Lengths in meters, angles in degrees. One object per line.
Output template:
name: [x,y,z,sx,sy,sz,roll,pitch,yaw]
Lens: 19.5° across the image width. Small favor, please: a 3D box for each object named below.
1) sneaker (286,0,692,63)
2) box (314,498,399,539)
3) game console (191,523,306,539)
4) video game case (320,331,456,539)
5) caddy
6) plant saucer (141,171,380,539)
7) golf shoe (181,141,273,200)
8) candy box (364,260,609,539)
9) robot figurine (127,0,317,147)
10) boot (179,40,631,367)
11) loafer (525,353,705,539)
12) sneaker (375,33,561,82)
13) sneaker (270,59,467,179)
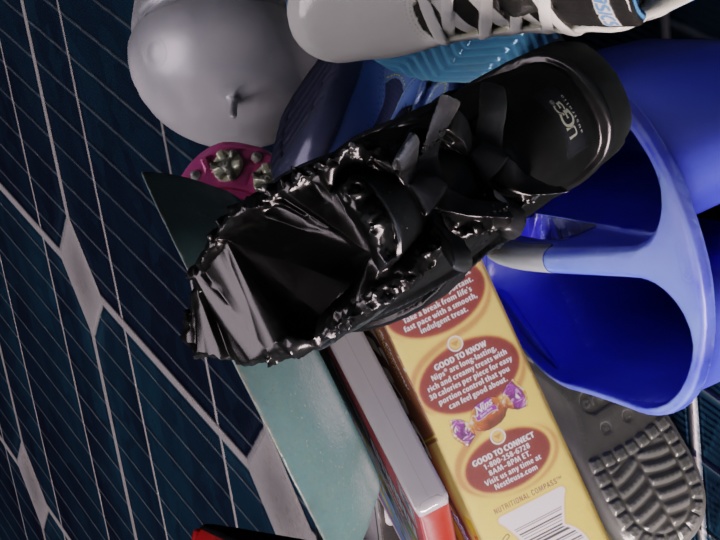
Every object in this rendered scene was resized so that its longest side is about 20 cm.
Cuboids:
sneaker: [0.064,-0.114,0.765,0.073,0.199,0.072,-87,-23,-46]
box: [0.008,0.067,1.222,0.117,0.060,0.201,-179,82,-69]
game console: [-0.001,0.188,1.244,0.200,0.176,0.031,-175,98,-69]
video game case: [0.009,0.079,0.981,0.143,0.017,0.200,62,175,24]
caddy: [0.105,-0.019,0.861,0.200,0.105,0.142,-165,60,-67]
plant saucer: [-0.038,0.038,0.939,0.201,0.036,0.200,63,176,8]
golf shoe: [0.000,0.000,1.081,0.200,0.075,0.092,31,174,16]
candy box: [0.046,0.061,0.939,0.201,0.056,0.117,64,173,-6]
robot figurine: [-0.065,-0.150,1.132,0.170,0.112,0.201,88,-174,-63]
boot: [-0.004,-0.009,0.765,0.198,0.162,0.074,-33,90,43]
loafer: [0.092,0.048,1.001,0.201,0.075,0.070,68,156,10]
sneaker: [0.066,-0.156,0.829,0.200,0.076,0.081,-51,28,35]
sneaker: [0.024,-0.085,0.944,0.082,0.200,0.074,39,127,-3]
